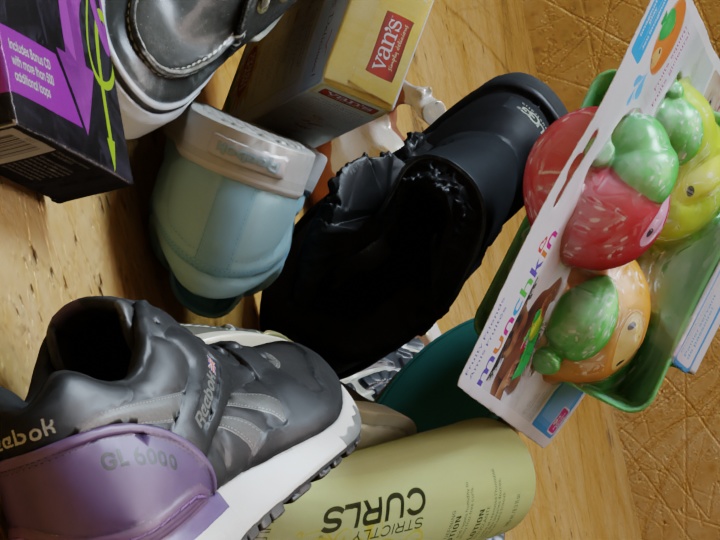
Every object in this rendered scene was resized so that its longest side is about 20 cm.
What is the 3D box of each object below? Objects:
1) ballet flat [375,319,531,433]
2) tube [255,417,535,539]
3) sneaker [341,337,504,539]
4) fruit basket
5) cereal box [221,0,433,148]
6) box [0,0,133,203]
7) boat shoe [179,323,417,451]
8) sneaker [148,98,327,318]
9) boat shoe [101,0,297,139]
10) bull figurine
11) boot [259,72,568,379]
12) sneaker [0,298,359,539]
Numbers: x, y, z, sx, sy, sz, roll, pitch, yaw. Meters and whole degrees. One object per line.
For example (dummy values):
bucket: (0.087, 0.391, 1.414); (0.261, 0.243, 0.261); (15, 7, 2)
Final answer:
ballet flat: (0.020, 0.103, 1.171); (0.200, 0.068, 0.063); (-50, 142, -34)
tube: (-0.002, 0.100, 1.033); (0.199, 0.052, 0.059); (-9, 87, -54)
sneaker: (0.000, 0.099, 1.297); (0.087, 0.077, 0.201); (-63, -147, 35)
fruit basket: (0.108, -0.017, 1.078); (0.186, 0.093, 0.200); (-63, 167, -4)
cereal box: (-0.005, -0.127, 1.156); (0.145, 0.039, 0.200); (-70, -166, -9)
box: (-0.125, -0.131, 0.879); (0.143, 0.036, 0.202); (28, 50, -79)
boat shoe: (-0.046, 0.059, 1.042); (0.072, 0.060, 0.201); (-63, 151, 0)
sneaker: (-0.061, -0.025, 1.099); (0.200, 0.073, 0.082); (-46, 159, -87)
boat shoe: (-0.059, -0.124, 1.049); (0.072, 0.071, 0.200); (56, 31, -20)
bull figurine: (0.013, -0.033, 1.446); (0.121, 0.065, 0.201); (-15, -85, 67)
boot: (0.000, 0.000, 1.157); (0.077, 0.200, 0.168); (48, 28, 0)
sneaker: (-0.059, 0.041, 0.859); (0.088, 0.075, 0.200); (68, 20, -9)
